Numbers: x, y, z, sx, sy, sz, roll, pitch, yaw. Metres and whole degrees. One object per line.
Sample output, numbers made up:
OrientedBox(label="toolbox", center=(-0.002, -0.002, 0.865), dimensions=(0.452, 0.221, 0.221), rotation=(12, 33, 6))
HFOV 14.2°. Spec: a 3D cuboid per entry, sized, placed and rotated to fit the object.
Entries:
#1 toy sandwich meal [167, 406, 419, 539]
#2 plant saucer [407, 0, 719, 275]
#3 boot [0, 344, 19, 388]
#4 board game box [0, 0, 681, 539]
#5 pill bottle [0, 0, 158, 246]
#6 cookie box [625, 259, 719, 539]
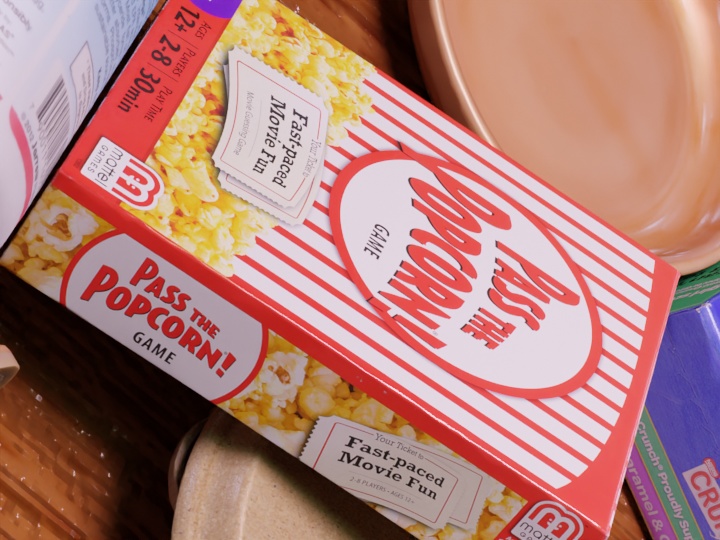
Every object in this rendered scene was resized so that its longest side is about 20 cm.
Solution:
OrientedBox(label="toy sandwich meal", center=(0.005, 0.121, 0.948), dimensions=(0.205, 0.070, 0.206), rotation=(21, 57, -36))
OrientedBox(label="plant saucer", center=(0.087, -0.091, 1.126), dimensions=(0.200, 0.037, 0.201), rotation=(18, 63, -40))
OrientedBox(label="boot", center=(-0.199, -0.011, 0.750), dimensions=(0.199, 0.074, 0.155), rotation=(-11, 72, -19))
OrientedBox(label="board game box", center=(0.000, 0.000, 0.929), dimensions=(0.200, 0.046, 0.152), rotation=(33, 35, -7))
OrientedBox(label="pill bottle", center=(-0.114, -0.100, 0.882), dimensions=(0.109, 0.109, 0.200), rotation=(47, 48, -21))
OrientedBox(label="cookie box", center=(0.194, 0.064, 1.144), dimensions=(0.200, 0.075, 0.172), rotation=(-26, 94, -46))
